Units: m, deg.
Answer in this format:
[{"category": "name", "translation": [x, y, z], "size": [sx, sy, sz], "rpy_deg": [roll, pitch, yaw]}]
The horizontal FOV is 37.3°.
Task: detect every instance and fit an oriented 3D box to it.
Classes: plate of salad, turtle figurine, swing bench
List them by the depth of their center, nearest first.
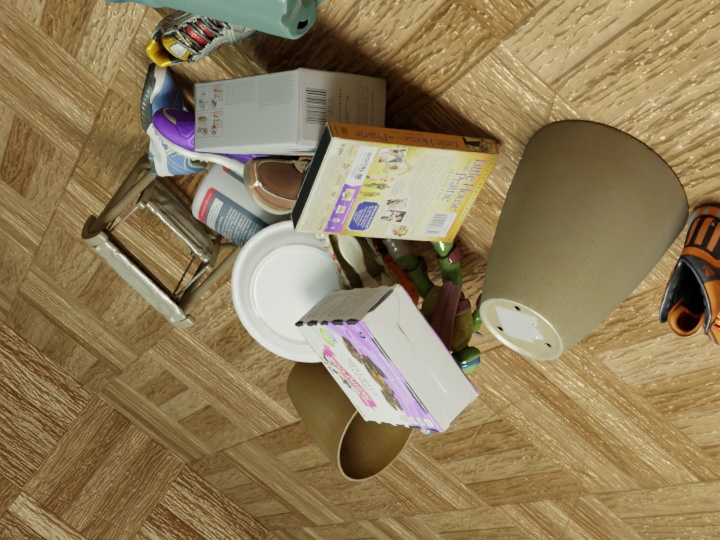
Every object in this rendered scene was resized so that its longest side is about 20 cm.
[{"category": "turtle figurine", "translation": [0.124, 0.021, 1.361], "size": [0.195, 0.199, 0.144], "rpy_deg": [65, 156, -5]}, {"category": "plate of salad", "translation": [-0.074, 0.026, 1.421], "size": [0.198, 0.048, 0.202], "rpy_deg": [3, 110, 9]}, {"category": "swing bench", "translation": [-0.302, -0.047, 1.646], "size": [0.199, 0.201, 0.129], "rpy_deg": [48, 151, -24]}]

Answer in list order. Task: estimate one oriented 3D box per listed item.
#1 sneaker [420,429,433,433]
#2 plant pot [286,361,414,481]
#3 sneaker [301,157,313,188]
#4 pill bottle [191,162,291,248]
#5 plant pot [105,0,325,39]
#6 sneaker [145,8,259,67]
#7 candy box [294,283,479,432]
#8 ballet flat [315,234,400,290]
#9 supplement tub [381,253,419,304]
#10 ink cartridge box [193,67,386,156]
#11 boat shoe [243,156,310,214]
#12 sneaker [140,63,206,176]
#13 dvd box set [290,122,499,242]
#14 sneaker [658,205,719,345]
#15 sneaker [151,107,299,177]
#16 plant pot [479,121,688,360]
[{"category": "sneaker", "translation": [0.075, 0.180, 1.713], "size": [0.200, 0.077, 0.076], "rpy_deg": [44, 154, -13]}, {"category": "plant pot", "translation": [-0.032, 0.231, 1.840], "size": [0.199, 0.186, 0.187], "rpy_deg": [31, 157, 39]}, {"category": "sneaker", "translation": [0.018, -0.098, 1.256], "size": [0.089, 0.071, 0.199], "rpy_deg": [2, 178, 38]}, {"category": "pill bottle", "translation": [-0.121, -0.073, 1.479], "size": [0.199, 0.120, 0.120], "rpy_deg": [33, 154, 5]}, {"category": "plant pot", "translation": [-0.127, -0.321, 1.012], "size": [0.195, 0.201, 0.201], "rpy_deg": [22, 152, 10]}, {"category": "sneaker", "translation": [-0.183, -0.279, 1.253], "size": [0.078, 0.082, 0.199], "rpy_deg": [47, 151, -24]}, {"category": "candy box", "translation": [0.027, 0.106, 1.299], "size": [0.168, 0.071, 0.200], "rpy_deg": [54, 157, -13]}, {"category": "ballet flat", "translation": [0.000, 0.000, 1.341], "size": [0.201, 0.075, 0.064], "rpy_deg": [56, -179, -26]}, {"category": "supplement tub", "translation": [-0.002, 0.045, 1.530], "size": [0.122, 0.123, 0.200], "rpy_deg": [41, 153, -11]}, {"category": "ink cartridge box", "translation": [-0.068, -0.178, 1.245], "size": [0.175, 0.085, 0.199], "rpy_deg": [-2, -176, -43]}, {"category": "boat shoe", "translation": [-0.066, -0.110, 1.345], "size": [0.071, 0.076, 0.199], "rpy_deg": [-19, 165, 34]}, {"category": "sneaker", "translation": [-0.257, -0.208, 1.477], "size": [0.076, 0.076, 0.201], "rpy_deg": [5, 147, 3]}, {"category": "dvd box set", "translation": [0.037, -0.094, 1.181], "size": [0.198, 0.030, 0.147], "rpy_deg": [2, 139, -21]}, {"category": "sneaker", "translation": [0.351, 0.037, 1.103], "size": [0.077, 0.112, 0.201], "rpy_deg": [13, 146, 38]}, {"category": "sneaker", "translation": [-0.168, -0.186, 1.388], "size": [0.199, 0.070, 0.100], "rpy_deg": [21, 124, -8]}, {"category": "plant pot", "translation": [0.207, -0.015, 1.092], "size": [0.186, 0.201, 0.188], "rpy_deg": [28, 153, 16]}]
